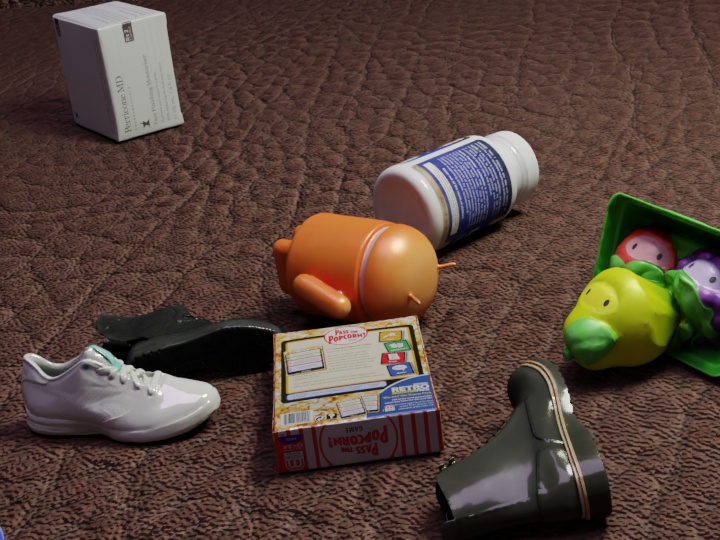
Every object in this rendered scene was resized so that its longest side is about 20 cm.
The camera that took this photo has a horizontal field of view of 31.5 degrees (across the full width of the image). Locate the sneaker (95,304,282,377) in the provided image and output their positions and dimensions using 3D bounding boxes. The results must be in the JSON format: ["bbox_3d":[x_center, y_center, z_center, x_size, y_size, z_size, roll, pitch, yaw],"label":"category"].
[{"bbox_3d":[-0.181,0.069,1.349,0.199,0.060,0.104,-11,28,-2],"label":"sneaker"}]

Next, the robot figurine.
[{"bbox_3d":[-0.001,0.001,1.387,0.199,0.117,0.144,9,-7,33],"label":"robot figurine"}]

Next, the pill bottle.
[{"bbox_3d":[0.122,-0.101,1.587,0.199,0.116,0.115,-25,29,-35],"label":"pill bottle"}]

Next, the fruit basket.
[{"bbox_3d":[0.285,0.020,1.245,0.214,0.156,0.216,9,14,-2],"label":"fruit basket"}]

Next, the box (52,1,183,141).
[{"bbox_3d":[-0.419,-0.347,2.202,0.130,0.200,0.200,-21,27,-29],"label":"box"}]

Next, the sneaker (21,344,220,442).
[{"bbox_3d":[-0.236,0.111,1.231,0.199,0.089,0.075,-2,22,10],"label":"sneaker"}]

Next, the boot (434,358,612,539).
[{"bbox_3d":[0.115,0.146,1.076,0.138,0.078,0.200,-13,22,-3],"label":"boot"}]

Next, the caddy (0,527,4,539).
[{"bbox_3d":[-0.331,0.238,0.877,0.199,0.142,0.105,-1,-25,-35],"label":"caddy"}]

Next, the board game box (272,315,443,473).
[{"bbox_3d":[-0.007,0.112,1.216,0.151,0.047,0.200,-7,23,0],"label":"board game box"}]
